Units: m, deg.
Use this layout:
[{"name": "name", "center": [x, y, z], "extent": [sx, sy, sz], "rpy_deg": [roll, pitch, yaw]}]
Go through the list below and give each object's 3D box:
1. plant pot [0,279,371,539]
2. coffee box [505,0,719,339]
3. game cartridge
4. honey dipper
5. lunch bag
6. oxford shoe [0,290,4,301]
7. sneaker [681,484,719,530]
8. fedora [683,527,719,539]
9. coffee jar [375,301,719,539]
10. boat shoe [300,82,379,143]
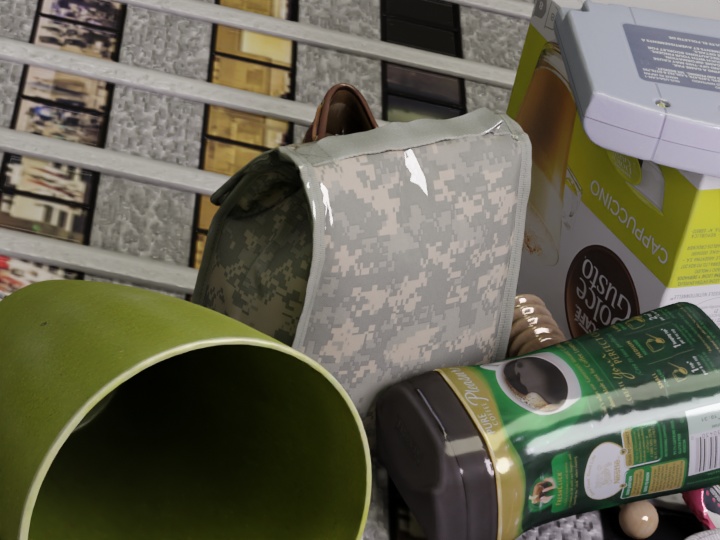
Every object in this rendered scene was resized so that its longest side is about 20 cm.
[{"name": "plant pot", "center": [-0.123, 0.084, 1.435], "extent": [0.186, 0.188, 0.200], "rpy_deg": [-3, 22, -30]}, {"name": "coffee box", "center": [0.217, -0.048, 1.774], "extent": [0.199, 0.199, 0.200], "rpy_deg": [-6, 37, -29]}, {"name": "game cartridge", "center": [0.214, -0.098, 1.630], "extent": [0.199, 0.042, 0.134], "rpy_deg": [8, 37, -11]}, {"name": "honey dipper", "center": [0.128, 0.088, 1.673], "extent": [0.038, 0.038, 0.200], "rpy_deg": [1, 37, -25]}, {"name": "lunch bag", "center": [0.000, 0.000, 1.588], "extent": [0.163, 0.201, 0.118], "rpy_deg": [-10, 39, -36]}, {"name": "oxford shoe", "center": [-0.228, 0.030, 1.572], "extent": [0.199, 0.058, 0.075], "rpy_deg": [9, 28, -15]}, {"name": "sneaker", "center": [0.274, 0.121, 1.642], "extent": [0.199, 0.075, 0.081], "rpy_deg": [1, 34, -23]}, {"name": "fedora", "center": [0.214, 0.201, 1.460], "extent": [0.176, 0.091, 0.200], "rpy_deg": [-6, 37, -33]}, {"name": "coffee jar", "center": [0.112, 0.089, 1.566], "extent": [0.199, 0.086, 0.104], "rpy_deg": [-14, 38, -16]}, {"name": "boat shoe", "center": [-0.004, -0.053, 1.804], "extent": [0.072, 0.072, 0.200], "rpy_deg": [10, 30, -11]}]
